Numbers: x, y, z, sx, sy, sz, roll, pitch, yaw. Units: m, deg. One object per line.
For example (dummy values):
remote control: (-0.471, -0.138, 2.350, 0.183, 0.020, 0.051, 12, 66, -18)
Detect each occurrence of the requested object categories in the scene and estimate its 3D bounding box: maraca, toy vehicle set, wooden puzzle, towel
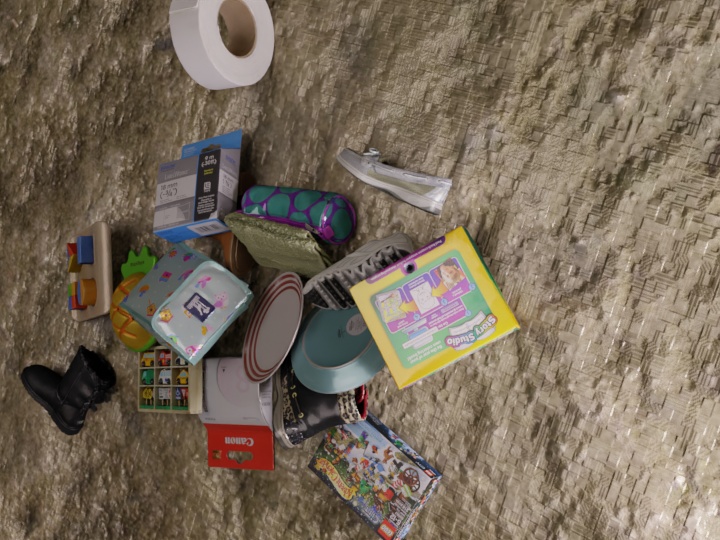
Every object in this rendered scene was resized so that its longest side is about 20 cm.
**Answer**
maraca: (-0.422, 0.055, 1.774, 0.137, 0.107, 0.201, -11, 77, 37)
toy vehicle set: (-0.359, 0.203, 1.738, 0.200, 0.026, 0.125, -9, 81, 49)
wooden puzzle: (-0.556, 0.005, 1.871, 0.200, 0.046, 0.186, -12, 79, 54)
towel: (-0.129, -0.036, 1.564, 0.200, 0.148, 0.037, 17, 68, 33)

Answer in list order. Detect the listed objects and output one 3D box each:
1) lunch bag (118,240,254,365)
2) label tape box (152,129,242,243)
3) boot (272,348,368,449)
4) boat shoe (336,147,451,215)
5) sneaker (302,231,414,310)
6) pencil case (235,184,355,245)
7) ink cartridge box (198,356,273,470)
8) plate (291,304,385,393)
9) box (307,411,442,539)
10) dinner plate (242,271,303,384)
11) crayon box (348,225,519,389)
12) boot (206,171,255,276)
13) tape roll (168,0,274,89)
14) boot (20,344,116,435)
lunch bag: (-0.299, 0.061, 1.636, 0.200, 0.122, 0.170, 28, 70, 41)
label tape box: (-0.291, -0.161, 1.660, 0.144, 0.063, 0.201, -10, 67, 27)
boot: (-0.062, 0.188, 1.521, 0.153, 0.074, 0.204, -20, 40, 19)
boat shoe: (0.053, -0.155, 1.491, 0.202, 0.074, 0.065, 29, 97, 28)
sneaker: (0.000, 0.000, 1.499, 0.200, 0.075, 0.081, -23, 34, 16)
pencil case: (-0.110, -0.097, 1.582, 0.200, 0.092, 0.085, 9, 124, 36)
ink cartridge box: (-0.230, 0.256, 1.669, 0.162, 0.057, 0.201, -5, 80, 33)
plate: (-0.029, 0.105, 1.495, 0.200, 0.026, 0.201, -17, 47, 20)
box: (0.019, 0.324, 1.499, 0.200, 0.038, 0.137, 37, 107, 30)
dinner plate: (-0.143, 0.099, 1.575, 0.200, 0.024, 0.201, -43, 35, 41)
crayon box: (0.110, 0.057, 1.399, 0.200, 0.058, 0.173, -29, 80, 11)
boot: (-0.266, -0.077, 1.693, 0.155, 0.077, 0.201, -11, 79, 31)
tape roll: (-0.240, -0.421, 1.624, 0.071, 0.202, 0.203, 1, 87, 34)
boot: (-0.598, 0.222, 1.903, 0.198, 0.073, 0.163, 45, 113, 20)
